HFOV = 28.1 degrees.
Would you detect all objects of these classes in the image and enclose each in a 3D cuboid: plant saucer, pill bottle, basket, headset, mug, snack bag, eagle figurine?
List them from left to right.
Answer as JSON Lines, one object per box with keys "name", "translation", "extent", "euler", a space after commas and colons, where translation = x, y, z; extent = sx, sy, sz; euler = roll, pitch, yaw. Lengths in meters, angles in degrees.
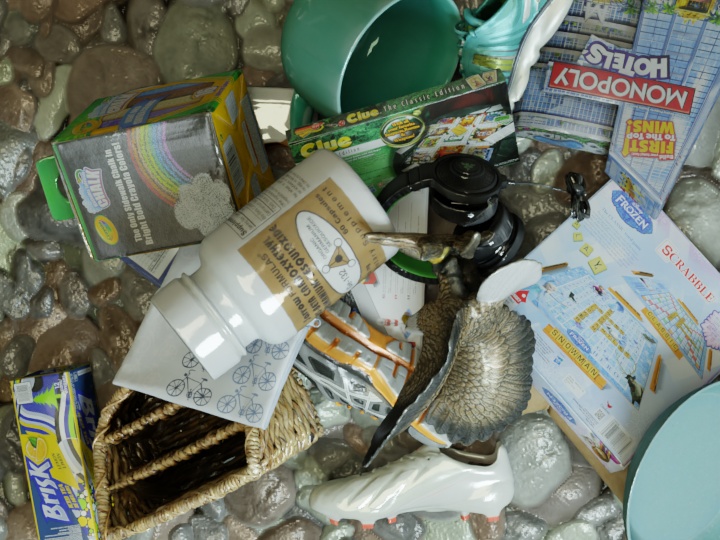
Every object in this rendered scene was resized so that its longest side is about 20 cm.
{"name": "basket", "translation": [-0.164, 0.146, 1.359], "extent": [0.200, 0.149, 0.143], "euler": [-26, 89, 28]}
{"name": "snack bag", "translation": [-0.120, 0.036, 1.323], "extent": [0.188, 0.021, 0.201], "euler": [13, 69, 34]}
{"name": "pill bottle", "translation": [-0.075, -0.003, 1.234], "extent": [0.200, 0.114, 0.114], "euler": [-39, 86, -8]}
{"name": "mug", "translation": [-0.010, -0.201, 1.320], "extent": [0.185, 0.152, 0.114], "euler": [-40, 54, -16]}
{"name": "eagle figurine", "translation": [0.076, 0.066, 1.230], "extent": [0.151, 0.151, 0.201], "euler": [0, 91, 0]}
{"name": "headset", "translation": [0.107, -0.044, 1.292], "extent": [0.199, 0.094, 0.124], "euler": [-19, 128, 13]}
{"name": "plant saucer", "translation": [0.302, 0.185, 1.294], "extent": [0.036, 0.199, 0.201], "euler": [29, 101, 52]}

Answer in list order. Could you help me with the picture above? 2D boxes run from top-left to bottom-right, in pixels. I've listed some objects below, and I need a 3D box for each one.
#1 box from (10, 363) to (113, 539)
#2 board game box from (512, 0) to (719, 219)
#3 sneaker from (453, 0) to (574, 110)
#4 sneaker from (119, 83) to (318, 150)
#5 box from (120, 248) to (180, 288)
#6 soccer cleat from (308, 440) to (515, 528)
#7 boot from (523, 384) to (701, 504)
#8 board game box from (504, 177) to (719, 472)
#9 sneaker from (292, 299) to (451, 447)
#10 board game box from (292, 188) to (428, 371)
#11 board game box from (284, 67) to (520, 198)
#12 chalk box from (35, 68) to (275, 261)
{"name": "box", "translation": [-0.295, 0.199, 1.447], "extent": [0.064, 0.070, 0.201], "euler": [-9, 92, 10]}
{"name": "board game box", "translation": [0.241, -0.157, 1.307], "extent": [0.199, 0.062, 0.201], "euler": [12, 80, 9]}
{"name": "sneaker", "translation": [0.117, -0.206, 1.315], "extent": [0.079, 0.078, 0.200], "euler": [17, 113, -25]}
{"name": "sneaker", "translation": [-0.142, -0.137, 1.396], "extent": [0.199, 0.073, 0.085], "euler": [3, 92, 9]}
{"name": "box", "translation": [-0.161, -0.029, 1.427], "extent": [0.200, 0.032, 0.121], "euler": [37, 99, 5]}
{"name": "soccer cleat", "translation": [0.048, 0.201, 1.386], "extent": [0.199, 0.069, 0.078], "euler": [-3, 103, 3]}
{"name": "boot", "translation": [0.201, 0.154, 1.335], "extent": [0.175, 0.066, 0.200], "euler": [-40, 86, -13]}
{"name": "board game box", "translation": [0.235, 0.044, 1.316], "extent": [0.199, 0.041, 0.200], "euler": [-40, 86, -16]}
{"name": "sneaker", "translation": [0.007, 0.102, 1.353], "extent": [0.200, 0.078, 0.077], "euler": [39, 128, -10]}
{"name": "board game box", "translation": [0.000, 0.000, 1.379], "extent": [0.126, 0.035, 0.201], "euler": [3, 102, 2]}
{"name": "board game box", "translation": [0.040, -0.112, 1.297], "extent": [0.199, 0.105, 0.024], "euler": [-15, 51, 1]}
{"name": "chalk box", "translation": [-0.199, -0.094, 1.332], "extent": [0.199, 0.124, 0.125], "euler": [-8, 114, 15]}
